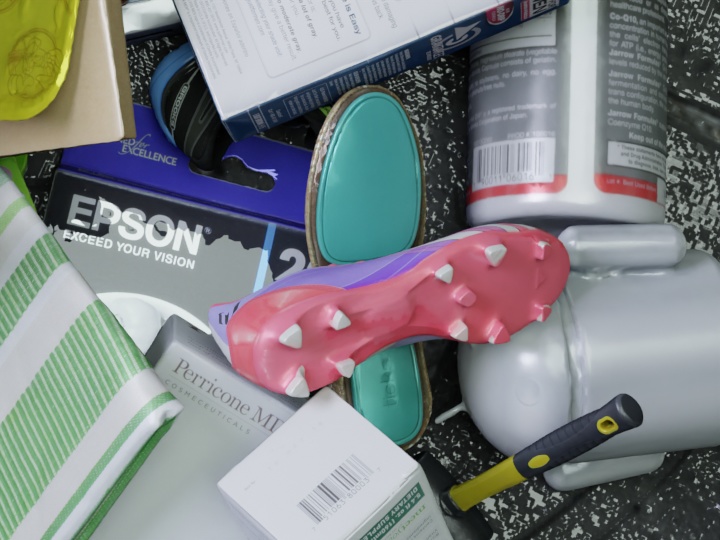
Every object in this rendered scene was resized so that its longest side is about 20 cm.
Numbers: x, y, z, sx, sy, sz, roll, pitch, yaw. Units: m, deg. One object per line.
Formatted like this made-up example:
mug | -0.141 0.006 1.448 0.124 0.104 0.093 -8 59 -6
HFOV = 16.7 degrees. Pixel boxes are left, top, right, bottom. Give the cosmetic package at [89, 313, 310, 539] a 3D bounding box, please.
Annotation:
cosmetic package | -0.112 0.136 1.306 0.102 0.074 0.200 31 96 -10

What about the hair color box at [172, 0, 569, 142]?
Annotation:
hair color box | 0.003 -0.155 1.310 0.200 0.061 0.100 -22 80 1

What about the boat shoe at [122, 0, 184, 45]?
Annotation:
boat shoe | -0.109 -0.167 1.378 0.200 0.074 0.065 -14 89 -13

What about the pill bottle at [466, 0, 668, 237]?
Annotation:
pill bottle | 0.118 -0.121 1.393 0.114 0.114 0.200 4 81 -10

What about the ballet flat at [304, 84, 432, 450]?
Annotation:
ballet flat | 0.000 0.000 1.332 0.070 0.065 0.200 -1 92 -15

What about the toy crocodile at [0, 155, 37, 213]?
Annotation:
toy crocodile | -0.226 -0.100 1.346 0.062 0.068 0.200 -21 82 -13

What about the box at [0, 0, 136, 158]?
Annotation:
box | -0.195 -0.157 1.263 0.163 0.021 0.200 -6 91 32

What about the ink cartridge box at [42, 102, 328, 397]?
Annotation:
ink cartridge box | -0.087 0.012 1.373 0.198 0.043 0.200 14 79 -8

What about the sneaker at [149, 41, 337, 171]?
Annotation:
sneaker | -0.018 -0.115 1.373 0.199 0.071 0.083 -25 73 3

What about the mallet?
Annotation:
mallet | 0.090 0.116 1.322 0.041 0.200 0.066 -42 102 -40

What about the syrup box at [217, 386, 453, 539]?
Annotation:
syrup box | 0.004 0.158 1.289 0.079 0.200 0.081 -41 52 -14

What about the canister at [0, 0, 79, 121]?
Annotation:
canister | -0.241 -0.166 1.228 0.200 0.087 0.149 16 101 32

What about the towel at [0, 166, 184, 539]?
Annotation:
towel | -0.185 0.056 1.275 0.153 0.023 0.200 -53 57 20

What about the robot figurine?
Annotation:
robot figurine | 0.141 0.049 1.374 0.200 0.113 0.170 -5 117 -12

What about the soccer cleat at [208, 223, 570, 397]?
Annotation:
soccer cleat | 0.017 0.012 1.274 0.200 0.076 0.067 -19 120 -28

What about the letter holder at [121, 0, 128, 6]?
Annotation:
letter holder | -0.174 -0.239 1.340 0.200 0.142 0.101 40 114 22
